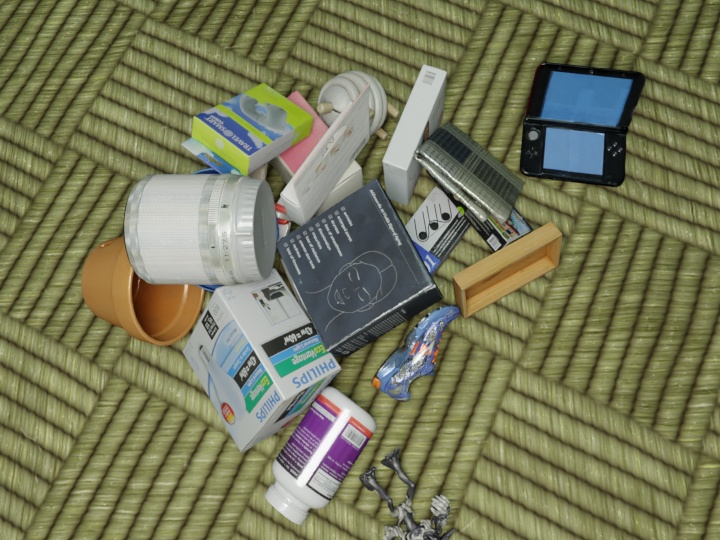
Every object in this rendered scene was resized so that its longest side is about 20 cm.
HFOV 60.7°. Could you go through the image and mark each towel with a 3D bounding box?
[{"bbox_3d":[0.199,-0.174,1.098,0.199,0.035,0.193,39,36,2],"label":"towel"}]

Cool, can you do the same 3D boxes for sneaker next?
[{"bbox_3d":[0.107,0.141,1.064,0.078,0.075,0.201,41,88,5],"label":"sneaker"}]

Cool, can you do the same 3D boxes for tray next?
[{"bbox_3d":[0.255,0.000,1.072,0.197,0.099,0.037,-28,55,-5],"label":"tray"}]

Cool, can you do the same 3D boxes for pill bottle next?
[{"bbox_3d":[-0.067,0.300,0.999,0.111,0.113,0.202,33,78,12],"label":"pill bottle"}]

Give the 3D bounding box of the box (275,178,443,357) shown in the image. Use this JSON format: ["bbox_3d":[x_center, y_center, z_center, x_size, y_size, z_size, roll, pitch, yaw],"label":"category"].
[{"bbox_3d":[0.000,0.000,0.992,0.194,0.124,0.203,-30,73,8],"label":"box"}]

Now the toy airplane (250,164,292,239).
[{"bbox_3d":[-0.208,-0.115,1.075,0.197,0.140,0.204,-34,66,27],"label":"toy airplane"}]

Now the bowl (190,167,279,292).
[{"bbox_3d":[-0.228,-0.066,1.012,0.195,0.039,0.206,1,103,5],"label":"bowl"}]

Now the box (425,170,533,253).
[{"bbox_3d":[0.215,-0.127,1.114,0.109,0.035,0.201,-22,68,-47],"label":"box"}]

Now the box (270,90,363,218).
[{"bbox_3d":[-0.093,-0.202,1.137,0.108,0.128,0.201,-36,76,-9],"label":"box"}]

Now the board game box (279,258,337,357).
[{"bbox_3d":[-0.040,0.033,1.090,0.151,0.040,0.203,-29,73,13],"label":"board game box"}]

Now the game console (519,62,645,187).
[{"bbox_3d":[0.405,-0.265,1.132,0.195,0.119,0.177,8,74,6],"label":"game console"}]

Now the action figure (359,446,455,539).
[{"bbox_3d":[0.080,0.393,0.971,0.117,0.103,0.202,-30,72,-17],"label":"action figure"}]

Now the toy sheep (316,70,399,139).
[{"bbox_3d":[-0.012,-0.303,1.144,0.135,0.199,0.142,7,103,31],"label":"toy sheep"}]

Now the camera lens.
[{"bbox_3d":[-0.235,-0.060,0.911,0.194,0.160,0.164,0,73,5],"label":"camera lens"}]

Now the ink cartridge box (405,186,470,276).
[{"bbox_3d":[0.115,-0.045,1.123,0.093,0.044,0.201,35,79,14],"label":"ink cartridge box"}]

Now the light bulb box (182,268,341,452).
[{"bbox_3d":[-0.164,0.145,0.992,0.123,0.199,0.202,-21,68,-43],"label":"light bulb box"}]

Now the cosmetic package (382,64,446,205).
[{"bbox_3d":[0.101,-0.243,1.126,0.051,0.151,0.204,20,76,9],"label":"cosmetic package"}]

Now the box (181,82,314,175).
[{"bbox_3d":[-0.181,-0.231,1.011,0.121,0.048,0.200,35,46,11],"label":"box"}]

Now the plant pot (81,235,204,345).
[{"bbox_3d":[-0.383,0.021,1.069,0.137,0.200,0.205,3,73,22],"label":"plant pot"}]

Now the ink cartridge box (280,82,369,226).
[{"bbox_3d":[-0.055,-0.185,0.973,0.043,0.174,0.202,32,76,11],"label":"ink cartridge box"}]
